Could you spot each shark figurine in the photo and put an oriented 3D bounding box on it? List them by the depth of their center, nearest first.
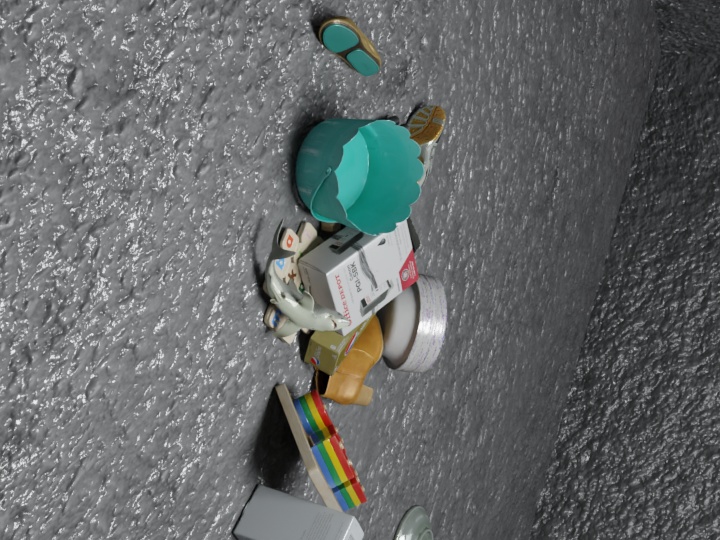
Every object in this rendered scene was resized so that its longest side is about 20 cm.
[{"bbox_3d":[-0.120,0.025,1.641,0.215,0.127,0.090,57,21,-30],"label":"shark figurine"}]

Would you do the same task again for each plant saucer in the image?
[{"bbox_3d":[0.136,0.681,2.385,0.200,0.050,0.202,-32,126,-57],"label":"plant saucer"}]

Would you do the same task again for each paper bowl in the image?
[{"bbox_3d":[0.089,0.103,1.981,0.103,0.200,0.203,9,91,-19],"label":"paper bowl"}]

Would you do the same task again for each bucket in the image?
[{"bbox_3d":[-0.006,-0.168,1.685,0.206,0.134,0.210,-13,110,-39],"label":"bucket"}]

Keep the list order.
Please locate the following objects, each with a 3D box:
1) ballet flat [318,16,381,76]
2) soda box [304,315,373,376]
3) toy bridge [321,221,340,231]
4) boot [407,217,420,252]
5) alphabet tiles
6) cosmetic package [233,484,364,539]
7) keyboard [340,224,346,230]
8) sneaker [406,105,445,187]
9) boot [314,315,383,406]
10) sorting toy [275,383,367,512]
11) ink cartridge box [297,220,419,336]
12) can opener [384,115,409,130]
[{"bbox_3d":[-0.024,-0.409,1.721,0.200,0.068,0.064,34,41,-63],"label":"ballet flat"},{"bbox_3d":[-0.029,0.101,1.832,0.200,0.064,0.068,-54,167,-45],"label":"soda box"},{"bbox_3d":[-0.047,-0.170,1.774,0.067,0.027,0.202,-29,123,-58],"label":"toy bridge"},{"bbox_3d":[0.030,-0.059,1.906,0.158,0.079,0.212,-49,128,-24],"label":"boot"},{"bbox_3d":[-0.113,0.022,1.723,0.196,0.014,0.202,52,53,-56],"label":"alphabet tiles"},{"bbox_3d":[-0.107,0.453,1.675,0.102,0.198,0.074,-60,147,-31],"label":"cosmetic package"},{"bbox_3d":[0.013,-0.090,1.841,0.126,0.021,0.203,3,93,-22],"label":"keyboard"},{"bbox_3d":[0.124,-0.252,2.050,0.088,0.075,0.202,73,37,-67],"label":"sneaker"},{"bbox_3d":[-0.026,0.158,1.887,0.144,0.070,0.203,27,60,-47],"label":"boot"},{"bbox_3d":[-0.064,0.318,1.724,0.069,0.201,0.200,-25,136,-3],"label":"sorting toy"},{"bbox_3d":[0.000,0.000,1.754,0.199,0.083,0.148,-36,130,-27],"label":"ink cartridge box"},{"bbox_3d":[0.026,-0.244,1.885,0.200,0.053,0.067,-36,162,-54],"label":"can opener"}]
